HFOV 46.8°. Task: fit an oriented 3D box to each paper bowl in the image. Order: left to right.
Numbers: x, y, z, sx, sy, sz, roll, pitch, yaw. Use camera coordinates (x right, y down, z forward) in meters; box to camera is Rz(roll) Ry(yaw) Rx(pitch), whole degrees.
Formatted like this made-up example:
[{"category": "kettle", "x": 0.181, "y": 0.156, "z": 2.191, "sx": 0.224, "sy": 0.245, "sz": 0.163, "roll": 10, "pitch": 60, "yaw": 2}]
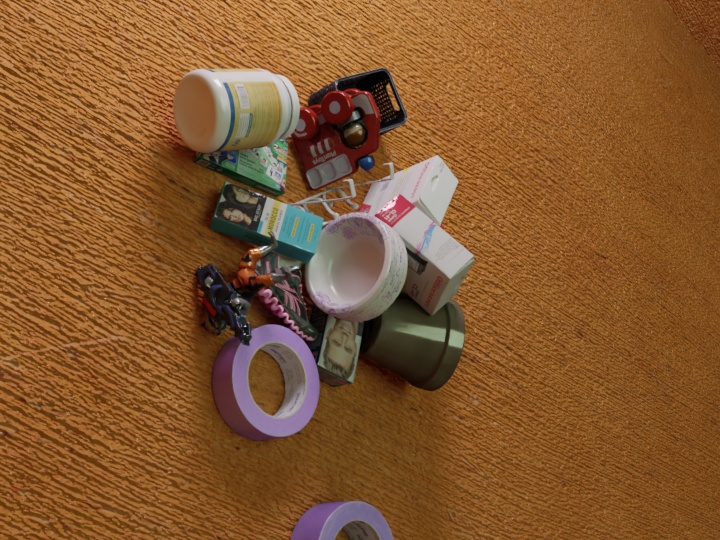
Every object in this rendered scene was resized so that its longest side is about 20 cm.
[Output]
[{"category": "paper bowl", "x": 0.000, "y": 0.000, "z": 1.580, "sx": 0.104, "sy": 0.200, "sz": 0.202, "roll": 30, "pitch": 56, "yaw": -51}]

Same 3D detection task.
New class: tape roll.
[{"category": "tape roll", "x": -0.169, "y": 0.202, "z": 1.506, "sx": 0.199, "sy": 0.065, "sz": 0.202, "roll": 17, "pitch": 65, "yaw": -42}, {"category": "tape roll", "x": -0.032, "y": 0.527, "z": 1.522, "sx": 0.199, "sy": 0.085, "sz": 0.202, "roll": 16, "pitch": 65, "yaw": -40}]

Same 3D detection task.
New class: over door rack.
[{"category": "over door rack", "x": -0.040, "y": -0.140, "z": 1.649, "sx": 0.147, "sy": 0.199, "sz": 0.067, "roll": -30, "pitch": 99, "yaw": -48}]

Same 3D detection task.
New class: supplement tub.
[{"category": "supplement tub", "x": -0.223, "y": -0.293, "z": 1.517, "sx": 0.199, "sy": 0.144, "sz": 0.146, "roll": -15, "pitch": 87, "yaw": -46}]

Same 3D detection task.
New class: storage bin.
[{"category": "storage bin", "x": -0.004, "y": -0.356, "z": 1.841, "sx": 0.200, "sy": 0.093, "sz": 0.136, "roll": -28, "pitch": 97, "yaw": -46}]

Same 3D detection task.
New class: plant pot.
[{"category": "plant pot", "x": 0.093, "y": 0.134, "z": 1.723, "sx": 0.173, "sy": 0.200, "sz": 0.201, "roll": 16, "pitch": 64, "yaw": -24}]

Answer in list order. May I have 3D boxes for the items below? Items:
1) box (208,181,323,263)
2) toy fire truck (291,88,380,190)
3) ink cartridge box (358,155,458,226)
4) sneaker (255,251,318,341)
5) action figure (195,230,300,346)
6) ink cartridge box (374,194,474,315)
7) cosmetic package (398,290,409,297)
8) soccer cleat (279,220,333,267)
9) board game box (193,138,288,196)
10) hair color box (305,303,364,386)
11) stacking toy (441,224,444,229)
[{"category": "box", "x": -0.174, "y": -0.089, "z": 1.555, "sx": 0.199, "sy": 0.049, "sz": 0.083, "roll": 20, "pitch": 61, "yaw": -14}, {"category": "toy fire truck", "x": -0.045, "y": -0.271, "z": 1.696, "sx": 0.169, "sy": 0.199, "sz": 0.112, "roll": 67, "pitch": 23, "yaw": -6}, {"category": "ink cartridge box", "x": 0.097, "y": -0.144, "z": 1.793, "sx": 0.083, "sy": 0.199, "sz": 0.146, "roll": 45, "pitch": 50, "yaw": -25}, {"category": "sneaker", "x": -0.134, "y": 0.046, "z": 1.565, "sx": 0.095, "sy": 0.079, "sz": 0.200, "roll": -45, "pitch": 113, "yaw": -14}, {"category": "action figure", "x": -0.195, "y": 0.050, "z": 1.451, "sx": 0.105, "sy": 0.193, "sz": 0.201, "roll": 35, "pitch": 19, "yaw": -53}, {"category": "ink cartridge box", "x": 0.111, "y": -0.031, "z": 1.652, "sx": 0.200, "sy": 0.148, "sz": 0.085, "roll": 43, "pitch": 59, "yaw": 16}, {"category": "cosmetic package", "x": 0.102, "y": 0.005, "z": 1.768, "sx": 0.198, "sy": 0.074, "sz": 0.102, "roll": -9, "pitch": 77, "yaw": -12}, {"category": "soccer cleat", "x": -0.109, "y": -0.049, "z": 1.641, "sx": 0.200, "sy": 0.077, "sz": 0.070, "roll": -40, "pitch": 105, "yaw": -45}, {"category": "board game box", "x": -0.227, "y": -0.239, "z": 1.620, "sx": 0.199, "sy": 0.029, "sz": 0.136, "roll": 21, "pitch": 61, "yaw": -39}, {"category": "hair color box", "x": -0.049, "y": 0.119, "z": 1.659, "sx": 0.100, "sy": 0.060, "sz": 0.201, "roll": 31, "pitch": 57, "yaw": -34}, {"category": "stacking toy", "x": 0.146, "y": -0.048, "z": 1.905, "sx": 0.085, "sy": 0.085, "sz": 0.201, "roll": 47, "pitch": 44, "yaw": -24}]
